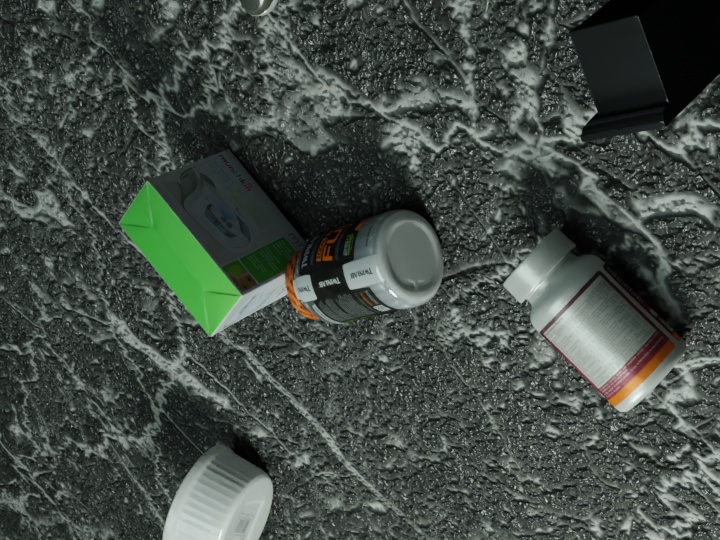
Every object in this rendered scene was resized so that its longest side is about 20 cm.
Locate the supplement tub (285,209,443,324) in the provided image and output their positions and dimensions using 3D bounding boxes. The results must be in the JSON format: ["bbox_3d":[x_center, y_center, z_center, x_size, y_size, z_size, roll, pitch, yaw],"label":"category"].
[{"bbox_3d":[0.000,0.000,1.730,0.199,0.122,0.124,-15,108,46],"label":"supplement tub"}]

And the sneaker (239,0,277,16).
[{"bbox_3d":[-0.147,-0.390,1.605,0.076,0.082,0.202,19,130,32],"label":"sneaker"}]

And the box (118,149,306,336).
[{"bbox_3d":[-0.188,-0.039,1.812,0.201,0.176,0.097,50,128,10],"label":"box"}]

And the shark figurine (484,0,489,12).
[{"bbox_3d":[0.064,-0.375,1.447,0.212,0.129,0.090,27,163,1],"label":"shark figurine"}]

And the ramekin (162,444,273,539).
[{"bbox_3d":[-0.222,0.390,2.177,0.097,0.201,0.202,21,133,18],"label":"ramekin"}]

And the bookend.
[{"bbox_3d":[0.253,-0.254,1.246,0.091,0.200,0.201,-6,116,44],"label":"bookend"}]

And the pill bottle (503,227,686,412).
[{"bbox_3d":[0.262,0.054,1.537,0.200,0.109,0.110,45,140,7],"label":"pill bottle"}]
